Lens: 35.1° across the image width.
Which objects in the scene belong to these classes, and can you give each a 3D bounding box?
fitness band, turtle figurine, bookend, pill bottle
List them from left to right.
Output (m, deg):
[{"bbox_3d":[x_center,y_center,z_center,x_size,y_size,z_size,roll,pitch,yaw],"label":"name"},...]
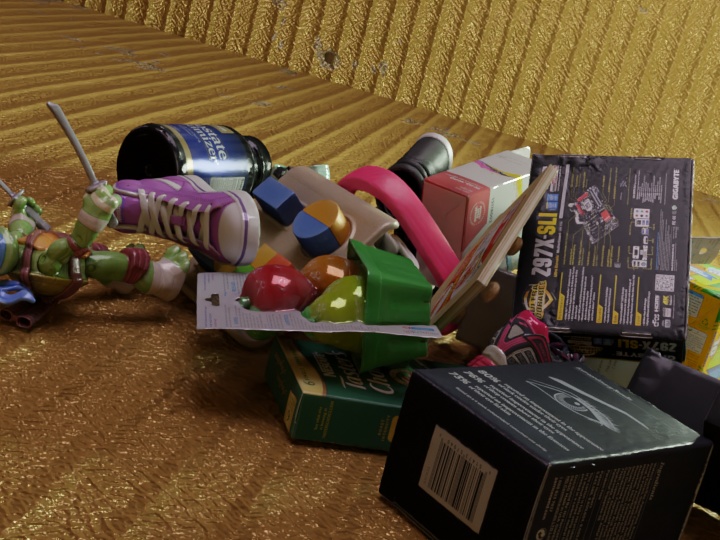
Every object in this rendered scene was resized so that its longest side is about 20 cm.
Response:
[{"bbox_3d":[-0.250,-0.049,1.017,0.193,0.143,0.203,23,44,-52],"label":"turtle figurine"},{"bbox_3d":[-0.204,-0.129,1.444,0.111,0.114,0.199,24,18,29],"label":"pill bottle"},{"bbox_3d":[0.042,-0.018,1.210,0.037,0.201,0.143,-35,1,-26],"label":"fitness band"},{"bbox_3d":[0.295,0.118,0.925,0.198,0.093,0.200,23,-23,28],"label":"bookend"}]

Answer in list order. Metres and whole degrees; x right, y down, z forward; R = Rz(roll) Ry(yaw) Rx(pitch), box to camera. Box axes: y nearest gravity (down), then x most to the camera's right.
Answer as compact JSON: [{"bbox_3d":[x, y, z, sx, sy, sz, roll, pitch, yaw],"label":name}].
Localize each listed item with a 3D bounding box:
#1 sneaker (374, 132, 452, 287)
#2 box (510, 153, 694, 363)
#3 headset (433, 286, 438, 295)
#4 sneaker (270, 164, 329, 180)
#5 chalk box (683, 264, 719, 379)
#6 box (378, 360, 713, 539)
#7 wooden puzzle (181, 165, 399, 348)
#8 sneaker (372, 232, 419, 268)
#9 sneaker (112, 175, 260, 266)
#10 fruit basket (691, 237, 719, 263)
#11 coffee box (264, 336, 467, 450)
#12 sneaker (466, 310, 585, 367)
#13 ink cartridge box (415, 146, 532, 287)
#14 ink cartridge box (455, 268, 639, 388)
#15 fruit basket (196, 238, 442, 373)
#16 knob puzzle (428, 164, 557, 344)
[{"bbox_3d":[0.051,-0.048,1.283,0.070,0.203,0.099,19,29,25],"label":"sneaker"},{"bbox_3d":[0.230,-0.016,1.071,0.157,0.203,0.050,2,-31,16],"label":"box"},{"bbox_3d":[0.119,-0.010,1.379,0.122,0.095,0.201,6,31,-30],"label":"headset"},{"bbox_3d":[-0.038,-0.058,1.350,0.198,0.120,0.074,22,15,20],"label":"sneaker"},{"bbox_3d":[0.394,0.057,1.359,0.123,0.126,0.199,25,18,31],"label":"chalk box"},{"bbox_3d":[0.138,0.146,0.844,0.198,0.106,0.147,3,20,-39],"label":"box"},{"bbox_3d":[-0.086,-0.029,1.140,0.199,0.047,0.185,-39,38,-15],"label":"wooden puzzle"},{"bbox_3d":[0.000,0.000,1.194,0.073,0.118,0.199,2,20,-33],"label":"sneaker"},{"bbox_3d":[-0.179,-0.047,1.096,0.113,0.074,0.199,-2,13,-34],"label":"sneaker"},{"bbox_3d":[0.276,-0.030,1.199,0.196,0.096,0.185,-4,-8,13],"label":"fruit basket"},{"bbox_3d":[0.025,0.110,0.970,0.197,0.045,0.123,11,16,-17],"label":"coffee box"},{"bbox_3d":[0.174,0.101,1.016,0.081,0.075,0.199,42,6,37],"label":"sneaker"},{"bbox_3d":[0.151,-0.061,1.275,0.067,0.118,0.198,23,31,36],"label":"ink cartridge box"},{"bbox_3d":[0.209,0.067,1.165,0.197,0.086,0.146,19,-1,16],"label":"ink cartridge box"},{"bbox_3d":[-0.042,0.033,0.976,0.196,0.096,0.185,-4,14,-8],"label":"fruit basket"},{"bbox_3d":[0.103,0.014,1.058,0.030,0.221,0.220,38,16,-2],"label":"knob puzzle"}]
